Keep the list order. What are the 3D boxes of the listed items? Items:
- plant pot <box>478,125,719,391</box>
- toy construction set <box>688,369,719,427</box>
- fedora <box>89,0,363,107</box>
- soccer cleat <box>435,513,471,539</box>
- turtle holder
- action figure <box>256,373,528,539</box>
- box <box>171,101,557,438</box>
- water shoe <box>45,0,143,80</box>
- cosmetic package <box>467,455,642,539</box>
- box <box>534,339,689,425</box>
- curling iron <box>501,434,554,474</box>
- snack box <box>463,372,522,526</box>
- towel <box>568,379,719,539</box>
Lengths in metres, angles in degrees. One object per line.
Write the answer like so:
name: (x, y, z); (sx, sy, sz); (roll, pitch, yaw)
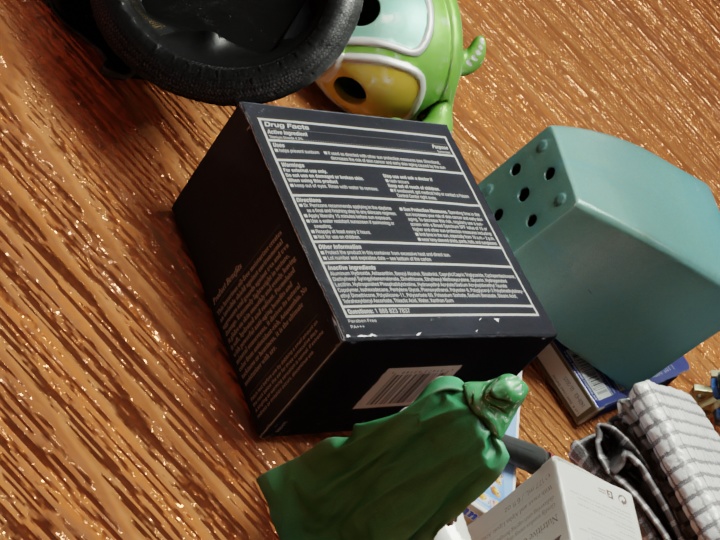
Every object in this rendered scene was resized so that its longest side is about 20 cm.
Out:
plant pot: (0.198, -0.024, 1.172); (0.199, 0.141, 0.142); (28, 36, -36)
toy construction set: (0.354, 0.159, 1.264); (0.131, 0.091, 0.201); (49, 22, -44)
fedora: (-0.091, -0.199, 1.021); (0.201, 0.200, 0.092); (53, -2, 11)
soccer cleat: (0.060, 0.214, 0.898); (0.084, 0.069, 0.201); (14, 47, -17)
turtle holder: (0.019, -0.184, 1.250); (0.131, 0.140, 0.188); (-1, 94, -31)
action figure: (0.029, 0.123, 0.846); (0.054, 0.200, 0.119); (-12, 64, -53)
box: (0.000, 0.000, 1.003); (0.198, 0.123, 0.200); (2, 53, -39)
water shoe: (-0.209, -0.233, 1.076); (0.201, 0.071, 0.079); (52, 35, 9)
cosmetic package: (0.134, 0.241, 0.923); (0.081, 0.113, 0.201); (27, 35, -26)
box: (0.218, 0.064, 1.280); (0.199, 0.032, 0.122); (-11, 63, -52)
curling iron: (0.141, 0.154, 1.067); (0.200, 0.025, 0.050); (36, 31, -40)
snack box: (0.089, 0.113, 1.087); (0.072, 0.024, 0.201); (36, 34, -17)
towel: (0.255, 0.184, 1.121); (0.167, 0.085, 0.200); (62, 18, 20)
